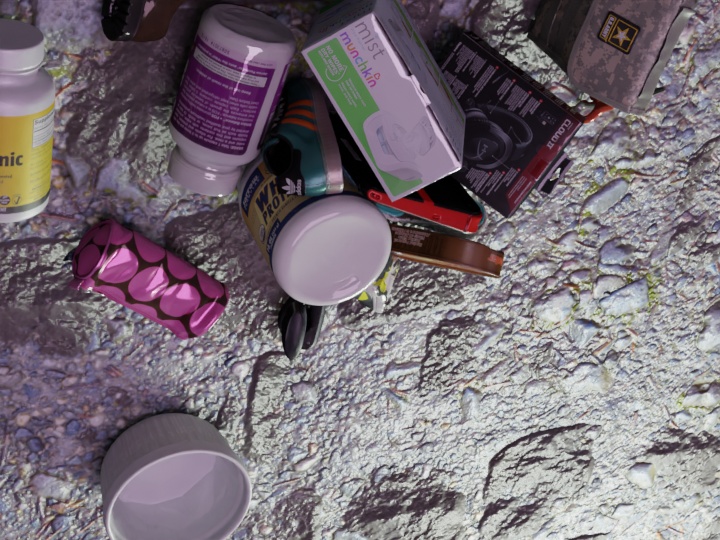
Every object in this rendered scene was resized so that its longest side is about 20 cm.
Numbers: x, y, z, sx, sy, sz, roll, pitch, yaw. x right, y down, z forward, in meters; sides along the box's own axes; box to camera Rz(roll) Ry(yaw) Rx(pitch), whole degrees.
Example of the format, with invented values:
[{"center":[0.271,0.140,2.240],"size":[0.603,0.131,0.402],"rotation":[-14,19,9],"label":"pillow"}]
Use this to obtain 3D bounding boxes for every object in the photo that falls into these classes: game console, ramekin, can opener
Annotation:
[{"center":[0.043,-0.116,1.661],"size":[0.177,0.200,0.031],"rotation":[12,117,-31],"label":"game console"},{"center":[-0.255,0.285,1.873],"size":[0.200,0.105,0.200],"rotation":[-12,128,-16],"label":"ramekin"},{"center":[-0.062,0.017,1.802],"size":[0.063,0.079,0.200],"rotation":[7,111,-20],"label":"can opener"}]

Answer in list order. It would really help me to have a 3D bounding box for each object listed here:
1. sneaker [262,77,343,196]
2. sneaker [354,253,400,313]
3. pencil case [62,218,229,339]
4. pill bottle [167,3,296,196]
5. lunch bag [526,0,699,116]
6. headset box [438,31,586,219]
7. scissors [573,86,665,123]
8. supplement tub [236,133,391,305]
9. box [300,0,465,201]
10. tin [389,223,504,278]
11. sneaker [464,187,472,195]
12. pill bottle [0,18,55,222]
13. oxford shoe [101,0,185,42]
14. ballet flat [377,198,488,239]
[{"center":[-0.076,-0.155,1.583],"size":[0.080,0.200,0.071],"rotation":[-8,129,-10],"label":"sneaker"},{"center":[0.000,0.000,1.782],"size":[0.085,0.200,0.075],"rotation":[17,80,7],"label":"sneaker"},{"center":[-0.256,0.017,1.693],"size":[0.200,0.091,0.094],"rotation":[31,72,-36],"label":"pencil case"},{"center":[-0.153,-0.189,1.576],"size":[0.112,0.112,0.200],"rotation":[7,120,-29],"label":"pill bottle"},{"center":[0.306,-0.299,1.655],"size":[0.117,0.200,0.164],"rotation":[6,121,-29],"label":"lunch bag"},{"center":[0.164,-0.171,1.689],"size":[0.200,0.077,0.149],"rotation":[37,107,4],"label":"headset box"},{"center":[0.319,-0.207,1.740],"size":[0.014,0.200,0.073],"rotation":[38,91,-19],"label":"scissors"},{"center":[-0.061,-0.068,1.647],"size":[0.144,0.200,0.145],"rotation":[-13,128,-17],"label":"supplement tub"},{"center":[0.033,-0.207,1.558],"size":[0.097,0.177,0.200],"rotation":[-26,111,17],"label":"box"},{"center":[0.090,-0.027,1.760],"size":[0.112,0.200,0.042],"rotation":[24,81,-54],"label":"tin"},{"center":[0.141,-0.138,1.776],"size":[0.073,0.071,0.200],"rotation":[8,120,-29],"label":"sneaker"},{"center":[-0.384,-0.161,1.488],"size":[0.111,0.111,0.200],"rotation":[-4,124,-23],"label":"pill bottle"},{"center":[-0.207,-0.335,1.482],"size":[0.084,0.073,0.200],"rotation":[0,130,-38],"label":"oxford shoe"},{"center":[0.062,-0.081,1.763],"size":[0.200,0.072,0.072],"rotation":[20,116,-6],"label":"ballet flat"}]
